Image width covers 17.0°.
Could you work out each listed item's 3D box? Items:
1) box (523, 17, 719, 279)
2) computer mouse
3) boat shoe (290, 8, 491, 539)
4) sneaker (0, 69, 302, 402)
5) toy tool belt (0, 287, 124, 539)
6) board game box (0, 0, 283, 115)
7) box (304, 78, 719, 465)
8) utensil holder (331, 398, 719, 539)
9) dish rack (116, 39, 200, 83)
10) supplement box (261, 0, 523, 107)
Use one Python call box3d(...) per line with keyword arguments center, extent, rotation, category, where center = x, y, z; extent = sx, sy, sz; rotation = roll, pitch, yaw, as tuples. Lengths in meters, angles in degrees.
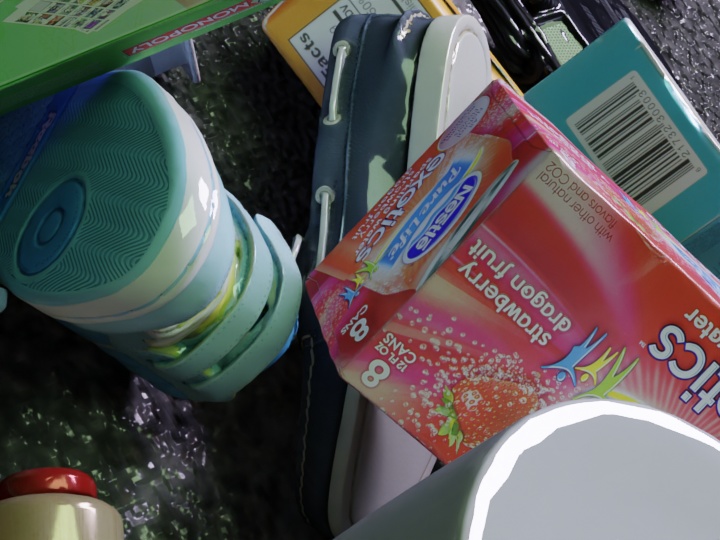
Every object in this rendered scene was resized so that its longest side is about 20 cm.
box3d(center=(0.123, -0.035, 0.955), extent=(0.082, 0.049, 0.200), rotation=(56, 8, 14), category="box")
box3d(center=(0.062, -0.119, 1.020), extent=(0.141, 0.046, 0.200), rotation=(58, 20, 16), category="computer mouse")
box3d(center=(0.000, 0.000, 0.876), extent=(0.075, 0.062, 0.201), rotation=(25, 72, -64), category="boat shoe")
box3d(center=(-0.055, -0.002, 0.772), extent=(0.130, 0.200, 0.080), rotation=(34, 86, -26), category="sneaker")
box3d(center=(-0.156, 0.030, 0.698), extent=(0.200, 0.125, 0.123), rotation=(13, 62, -35), category="toy tool belt")
box3d(center=(-0.074, -0.133, 0.718), extent=(0.029, 0.200, 0.135), rotation=(21, 49, -78), category="board game box")
box3d(center=(0.089, 0.044, 0.801), extent=(0.200, 0.100, 0.096), rotation=(41, 9, -19), category="box")
box3d(center=(0.033, 0.150, 0.716), extent=(0.170, 0.200, 0.170), rotation=(23, 49, -28), category="utensil holder")
box3d(center=(-0.114, -0.149, 0.838), extent=(0.043, 0.200, 0.172), rotation=(-28, 81, -5), category="dish rack")
box3d(center=(0.047, -0.037, 0.945), extent=(0.200, 0.069, 0.067), rotation=(55, 8, 4), category="supplement box")
